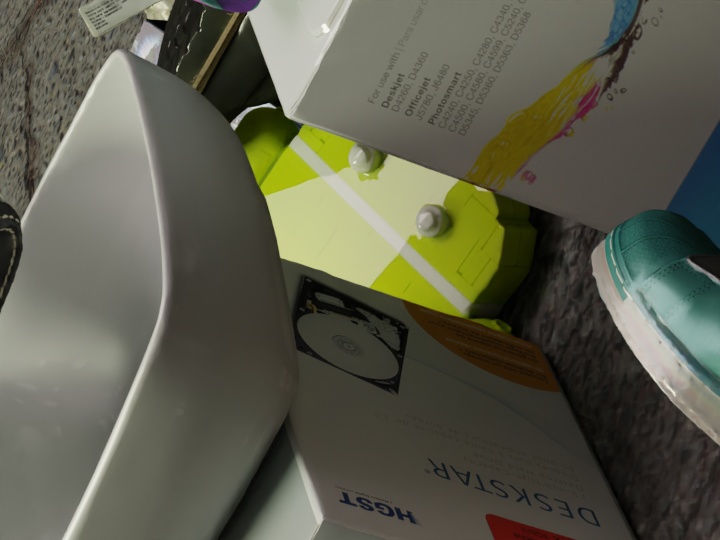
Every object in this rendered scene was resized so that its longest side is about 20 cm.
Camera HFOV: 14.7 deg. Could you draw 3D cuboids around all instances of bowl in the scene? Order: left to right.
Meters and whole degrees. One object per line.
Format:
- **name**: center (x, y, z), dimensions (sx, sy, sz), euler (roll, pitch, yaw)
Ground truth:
- **bowl**: center (-0.089, 0.042, 1.078), dimensions (0.200, 0.074, 0.200), euler (-60, 26, 29)

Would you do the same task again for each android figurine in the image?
- **android figurine**: center (0.000, 0.000, 1.255), dimensions (0.182, 0.041, 0.200), euler (46, 113, 25)

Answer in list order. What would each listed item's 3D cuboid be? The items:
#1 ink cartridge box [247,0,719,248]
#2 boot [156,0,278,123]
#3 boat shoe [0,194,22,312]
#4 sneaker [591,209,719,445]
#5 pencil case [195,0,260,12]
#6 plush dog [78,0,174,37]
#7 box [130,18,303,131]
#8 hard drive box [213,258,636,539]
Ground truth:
- **ink cartridge box**: center (0.074, -0.119, 1.062), dimensions (0.146, 0.199, 0.147), euler (-61, 26, 24)
- **boot**: center (-0.013, -0.090, 1.211), dimensions (0.200, 0.138, 0.078), euler (121, 160, -49)
- **boat shoe**: center (-0.181, 0.063, 1.109), dimensions (0.060, 0.074, 0.201), euler (29, 87, 27)
- **sneaker**: center (0.158, 0.038, 0.863), dimensions (0.200, 0.071, 0.080), euler (47, 110, 26)
- **pencil case**: center (-0.030, -0.193, 0.990), dimensions (0.200, 0.085, 0.093), euler (-59, 42, 24)
- **plush dog**: center (-0.072, -0.182, 1.547), dimensions (0.172, 0.160, 0.201), euler (-44, -23, -82)
- **box**: center (-0.051, -0.014, 1.335), dimensions (0.200, 0.040, 0.137), euler (34, 109, 28)
- **hard drive box**: center (0.017, 0.090, 1.099), dimensions (0.077, 0.155, 0.200), euler (-61, 26, 23)
